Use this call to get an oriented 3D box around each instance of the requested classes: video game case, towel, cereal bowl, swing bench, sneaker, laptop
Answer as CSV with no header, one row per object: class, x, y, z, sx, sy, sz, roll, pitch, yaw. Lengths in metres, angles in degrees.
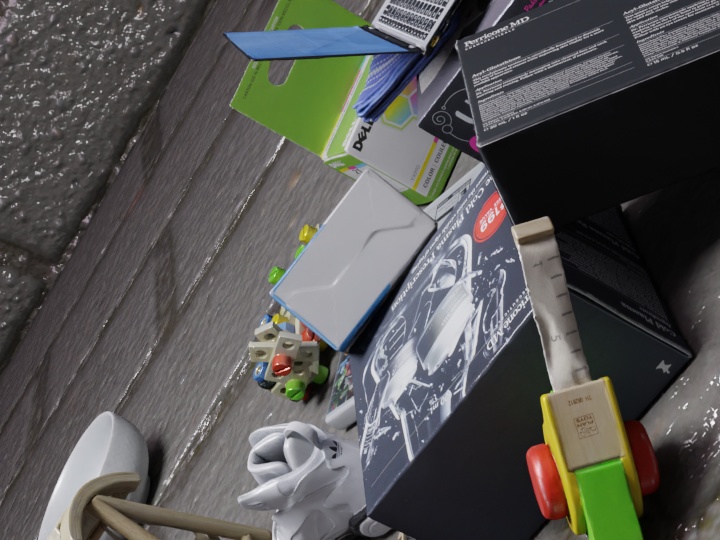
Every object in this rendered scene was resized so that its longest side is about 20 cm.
video game case,0.044,0.024,1.155,0.200,0.023,0.182,-39,29,48
towel,0.050,-0.231,1.138,0.145,0.024,0.200,-44,25,45
cereal bowl,-0.315,0.279,1.648,0.200,0.083,0.200,-52,21,30
swing bench,-0.208,0.296,1.167,0.199,0.200,0.130,-55,20,21
sneaker,-0.053,0.183,1.046,0.200,0.115,0.075,-47,24,39
laptop,0.001,-0.232,1.062,0.200,0.116,0.187,-58,19,7

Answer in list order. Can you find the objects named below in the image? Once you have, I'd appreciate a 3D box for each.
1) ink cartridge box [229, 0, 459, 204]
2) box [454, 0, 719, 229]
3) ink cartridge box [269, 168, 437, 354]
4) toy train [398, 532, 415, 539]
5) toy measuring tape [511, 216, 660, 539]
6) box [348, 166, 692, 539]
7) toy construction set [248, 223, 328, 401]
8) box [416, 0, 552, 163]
ink cartridge box,0.002,-0.169,1.245,0.148,0.200,0.076,-66,19,-10
box,0.166,-0.115,0.799,0.200,0.079,0.141,-21,35,12
ink cartridge box,0.000,0.000,1.028,0.115,0.068,0.200,-51,-6,-2
toy train,0.041,0.199,0.913,0.200,0.034,0.046,-90,20,-52
toy measuring tape,0.117,0.072,0.739,0.074,0.073,0.200,-23,81,62
box,0.091,0.052,0.868,0.200,0.104,0.182,-54,22,23
toy construction set,-0.052,0.047,1.283,0.131,0.092,0.200,-47,13,37
box,0.140,-0.193,1.053,0.200,0.115,0.132,-50,23,31
